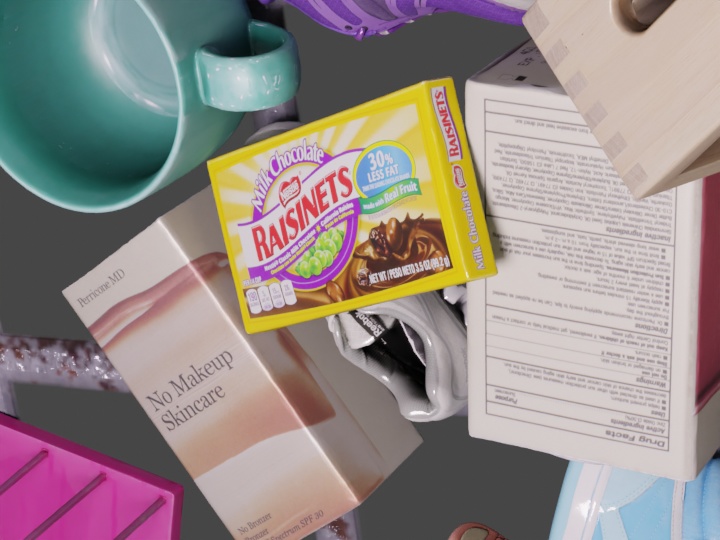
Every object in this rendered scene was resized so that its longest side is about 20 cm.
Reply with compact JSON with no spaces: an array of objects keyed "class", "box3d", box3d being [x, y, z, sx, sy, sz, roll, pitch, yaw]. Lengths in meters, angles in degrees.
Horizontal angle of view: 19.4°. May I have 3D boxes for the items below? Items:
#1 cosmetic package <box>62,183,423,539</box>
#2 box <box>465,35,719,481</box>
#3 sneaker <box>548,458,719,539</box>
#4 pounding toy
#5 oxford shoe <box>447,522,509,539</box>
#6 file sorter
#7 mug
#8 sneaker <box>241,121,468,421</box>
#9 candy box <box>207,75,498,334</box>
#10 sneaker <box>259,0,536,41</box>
[{"class":"cosmetic package","box3d":[-0.069,0.057,1.239,0.103,0.087,0.201,-35,92,37]},{"class":"box","box3d":[0.132,-0.012,1.082,0.127,0.109,0.201,10,116,26]},{"class":"sneaker","box3d":[0.163,0.188,1.140,0.130,0.079,0.201,12,90,20]},{"class":"pounding toy","box3d":[0.196,-0.160,0.914,0.143,0.183,0.200,59,139,15]},{"class":"oxford shoe","box3d":[0.099,0.241,1.237,0.074,0.071,0.201,-31,94,38]},{"class":"file sorter","box3d":[-0.236,0.193,1.369,0.199,0.125,0.140,19,120,21]},{"class":"mug","box3d":[-0.121,-0.113,1.176,0.185,0.114,0.153,36,124,11]},{"class":"sneaker","box3d":[0.000,0.000,1.181,0.200,0.081,0.075,48,127,4]},{"class":"candy box","box3d":[-0.009,-0.030,1.108,0.199,0.026,0.103,-15,85,52]},{"class":"sneaker","box3d":[0.023,-0.159,1.114,0.199,0.081,0.084,17,133,33]}]
